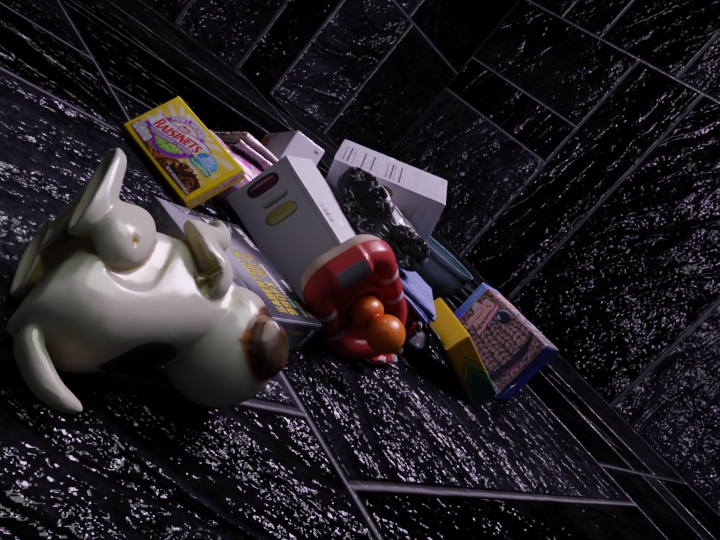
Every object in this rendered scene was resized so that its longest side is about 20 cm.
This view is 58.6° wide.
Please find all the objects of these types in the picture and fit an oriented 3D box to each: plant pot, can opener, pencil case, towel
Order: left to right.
[{"bbox_3d":[-0.208,-0.149,1.077,0.200,0.087,0.087,39,12,-23],"label":"pencil case"},{"bbox_3d":[-0.188,-0.180,1.172,0.191,0.032,0.200,42,-14,-33],"label":"towel"},{"bbox_3d":[0.045,0.082,1.155,0.200,0.079,0.063,41,49,13],"label":"can opener"},{"bbox_3d":[0.071,0.012,1.080,0.145,0.024,0.200,47,11,-6],"label":"towel"},{"bbox_3d":[0.158,0.002,1.581,0.200,0.134,0.200,39,11,-9],"label":"plant pot"}]

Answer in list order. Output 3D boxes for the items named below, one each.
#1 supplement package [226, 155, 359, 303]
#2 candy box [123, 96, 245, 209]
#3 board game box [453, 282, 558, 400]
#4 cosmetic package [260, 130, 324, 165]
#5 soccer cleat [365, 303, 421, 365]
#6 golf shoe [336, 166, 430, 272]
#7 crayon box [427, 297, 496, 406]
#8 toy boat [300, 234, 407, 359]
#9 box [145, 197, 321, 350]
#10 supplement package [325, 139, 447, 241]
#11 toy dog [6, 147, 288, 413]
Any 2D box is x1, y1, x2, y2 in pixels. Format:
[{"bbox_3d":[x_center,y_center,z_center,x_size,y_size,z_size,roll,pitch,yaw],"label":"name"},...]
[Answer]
[{"bbox_3d":[-0.083,-0.058,0.972,0.200,0.111,0.156,57,12,-1],"label":"supplement package"},{"bbox_3d":[-0.270,-0.183,0.977,0.200,0.102,0.026,47,-22,26],"label":"candy box"},{"bbox_3d":[0.296,0.156,1.403,0.200,0.160,0.097,48,13,31],"label":"board game box"},{"bbox_3d":[-0.161,-0.220,1.298,0.071,0.102,0.200,35,-8,-27],"label":"cosmetic package"},{"bbox_3d":[0.033,0.098,1.028,0.085,0.069,0.200,5,17,23],"label":"soccer cleat"},{"bbox_3d":[0.034,-0.077,1.039,0.200,0.078,0.094,54,5,10],"label":"golf shoe"},{"bbox_3d":[0.172,0.139,1.166,0.200,0.052,0.126,59,-1,-36],"label":"crayon box"},{"bbox_3d":[0.011,0.058,0.841,0.131,0.130,0.200,52,-11,34],"label":"toy boat"},{"bbox_3d":[-0.156,0.007,0.770,0.200,0.048,0.158,47,12,26],"label":"box"},{"bbox_3d":[0.037,-0.128,1.116,0.200,0.114,0.110,21,30,-3],"label":"supplement package"},{"bbox_3d":[-0.148,0.033,0.501,0.200,0.140,0.194,33,27,-33],"label":"toy dog"}]
